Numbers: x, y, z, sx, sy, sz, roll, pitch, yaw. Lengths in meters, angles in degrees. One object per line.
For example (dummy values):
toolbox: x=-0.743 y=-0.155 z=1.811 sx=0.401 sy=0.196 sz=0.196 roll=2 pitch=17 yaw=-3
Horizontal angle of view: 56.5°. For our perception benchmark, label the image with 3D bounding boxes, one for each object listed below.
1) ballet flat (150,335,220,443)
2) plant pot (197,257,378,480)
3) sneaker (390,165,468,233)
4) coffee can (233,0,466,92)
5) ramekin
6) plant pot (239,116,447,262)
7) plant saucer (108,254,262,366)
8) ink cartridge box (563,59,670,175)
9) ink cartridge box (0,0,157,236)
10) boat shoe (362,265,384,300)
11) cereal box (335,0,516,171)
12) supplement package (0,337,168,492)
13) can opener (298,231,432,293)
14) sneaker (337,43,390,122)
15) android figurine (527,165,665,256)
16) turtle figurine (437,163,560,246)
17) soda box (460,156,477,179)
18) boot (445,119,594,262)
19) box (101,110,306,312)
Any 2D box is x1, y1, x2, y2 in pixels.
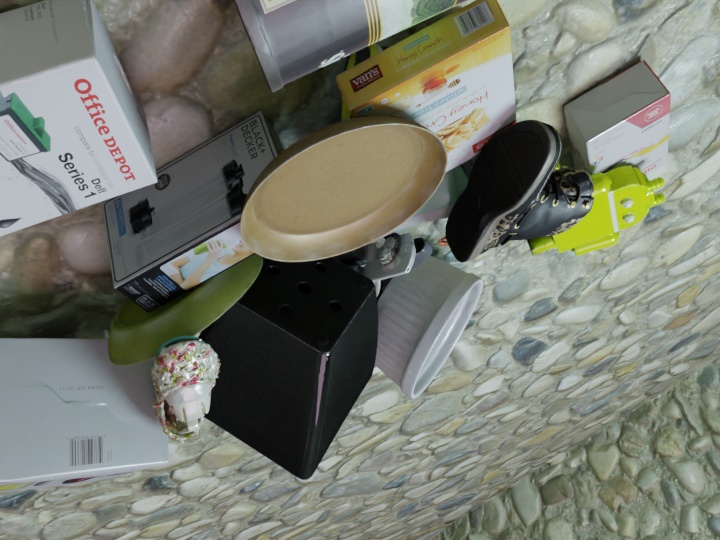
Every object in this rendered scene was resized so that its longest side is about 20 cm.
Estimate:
ballet flat: x=-0.179 y=0.131 z=0.700 sx=0.074 sy=0.065 sz=0.201 roll=-13 pitch=158 yaw=-20
plant pot: x=-0.083 y=0.083 z=0.808 sx=0.200 sy=0.197 sz=0.180 roll=-52 pitch=167 yaw=-46
sneaker: x=0.027 y=-0.108 z=0.802 sx=0.196 sy=0.074 sz=0.120 roll=-16 pitch=114 yaw=27
coffee can: x=-0.006 y=-0.241 z=0.485 sx=0.196 sy=0.149 sz=0.147 roll=-24 pitch=149 yaw=-1
ramekin: x=0.088 y=0.075 z=0.992 sx=0.201 sy=0.104 sz=0.202 roll=-50 pitch=160 yaw=-25
plant pot: x=-0.016 y=-0.072 z=0.600 sx=0.195 sy=0.028 sz=0.201 roll=-20 pitch=157 yaw=-9
plant saucer: x=-0.199 y=0.025 z=0.739 sx=0.196 sy=0.201 sz=0.032 roll=-28 pitch=114 yaw=5
ink cartridge box: x=0.352 y=-0.172 z=0.911 sx=0.115 sy=0.069 sz=0.200 roll=-29 pitch=149 yaw=10
ink cartridge box: x=-0.282 y=-0.114 z=0.540 sx=0.195 sy=0.086 sz=0.147 roll=-20 pitch=149 yaw=-7
boat shoe: x=0.005 y=0.027 z=0.972 sx=0.061 sy=0.072 sz=0.203 roll=-55 pitch=156 yaw=-38
cereal box: x=0.071 y=-0.147 z=0.614 sx=0.141 sy=0.040 sz=0.200 roll=-27 pitch=161 yaw=9
supplement package: x=-0.356 y=0.174 z=0.796 sx=0.188 sy=0.151 sz=0.198 roll=6 pitch=159 yaw=-38
can opener: x=0.000 y=0.000 z=0.862 sx=0.196 sy=0.054 sz=0.066 roll=-14 pitch=149 yaw=37
sneaker: x=0.018 y=-0.143 z=0.706 sx=0.082 sy=0.076 sz=0.202 roll=-3 pitch=143 yaw=-16
android figurine: x=0.324 y=-0.080 z=0.936 sx=0.195 sy=0.042 sz=0.182 roll=-19 pitch=151 yaw=15
turtle figurine: x=0.195 y=-0.107 z=0.893 sx=0.197 sy=0.066 sz=0.161 roll=-25 pitch=172 yaw=-25
soda box: x=0.118 y=-0.178 z=0.739 sx=0.062 sy=0.069 sz=0.201 roll=-27 pitch=148 yaw=4
boot: x=0.189 y=-0.088 z=0.721 sx=0.147 sy=0.074 sz=0.202 roll=-12 pitch=150 yaw=-26
box: x=-0.158 y=-0.060 z=0.679 sx=0.196 sy=0.119 sz=0.060 roll=-27 pitch=146 yaw=6
